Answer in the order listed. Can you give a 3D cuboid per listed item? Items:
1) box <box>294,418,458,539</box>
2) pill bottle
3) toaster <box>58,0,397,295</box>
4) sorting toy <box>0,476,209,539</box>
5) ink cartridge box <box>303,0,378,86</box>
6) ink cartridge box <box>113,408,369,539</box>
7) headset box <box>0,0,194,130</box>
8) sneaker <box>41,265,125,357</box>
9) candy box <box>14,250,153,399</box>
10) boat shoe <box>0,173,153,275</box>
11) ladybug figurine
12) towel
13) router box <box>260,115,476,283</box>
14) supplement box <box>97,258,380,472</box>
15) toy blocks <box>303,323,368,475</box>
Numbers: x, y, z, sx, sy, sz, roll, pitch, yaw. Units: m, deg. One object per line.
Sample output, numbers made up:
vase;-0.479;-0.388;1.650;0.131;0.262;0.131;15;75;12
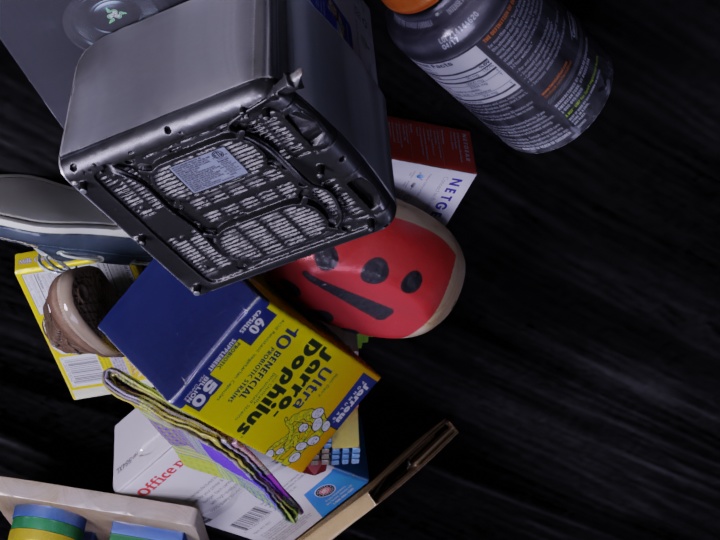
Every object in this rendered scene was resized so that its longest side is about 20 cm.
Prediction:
box;-0.008;0.231;1.897;0.021;0.163;0.200;51;128;2
pill bottle;0.090;-0.176;1.410;0.106;0.106;0.200;-28;137;26
toaster;-0.080;-0.091;1.329;0.200;0.119;0.181;-20;142;23
sorting toy;-0.253;0.271;1.887;0.198;0.070;0.200;9;160;3
ink cartridge box;-0.046;-0.205;1.360;0.039;0.100;0.200;-18;140;17
ink cartridge box;-0.115;0.176;1.850;0.200;0.084;0.146;24;133;-32
headset box;-0.159;-0.190;1.368;0.174;0.093;0.200;-14;142;11
sneaker;-0.230;0.045;1.588;0.075;0.071;0.200;-13;168;8
candy box;-0.229;0.045;1.714;0.102;0.026;0.200;-11;142;1
boat shoe;-0.236;-0.035;1.577;0.200;0.075;0.062;1;131;-24
ladybug figurine;0.000;0.000;1.570;0.200;0.072;0.136;22;134;-32
towel;-0.134;0.151;1.656;0.144;0.023;0.200;25;164;27
router box;-0.025;-0.050;1.602;0.179;0.049;0.200;9;140;-18
supplement box;-0.094;0.066;1.557;0.109;0.110;0.200;-50;144;3
toy blocks;-0.031;0.112;1.738;0.100;0.137;0.200;-2;143;-5
